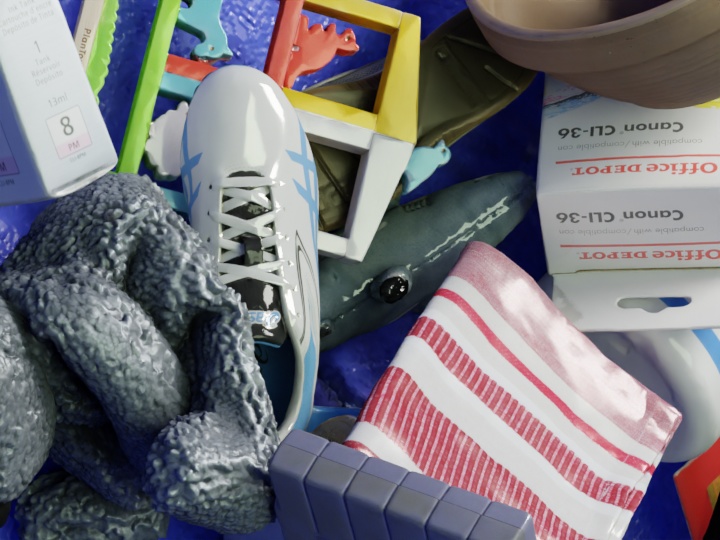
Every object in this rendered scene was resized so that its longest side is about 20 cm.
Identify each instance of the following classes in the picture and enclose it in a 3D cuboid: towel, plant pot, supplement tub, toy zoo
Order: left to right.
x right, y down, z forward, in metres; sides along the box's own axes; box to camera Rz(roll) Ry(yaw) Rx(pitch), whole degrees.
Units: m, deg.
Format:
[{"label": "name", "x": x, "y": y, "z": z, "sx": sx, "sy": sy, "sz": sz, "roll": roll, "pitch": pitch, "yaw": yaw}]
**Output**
[{"label": "toy zoo", "x": -0.050, "y": -0.083, "z": 1.442, "sx": 0.199, "sy": 0.020, "sz": 0.132, "roll": 15, "pitch": 80, "yaw": -11}, {"label": "towel", "x": 0.077, "y": 0.079, "z": 1.392, "sx": 0.144, "sy": 0.023, "sz": 0.200, "roll": 41, "pitch": 35, "yaw": -4}, {"label": "plant pot", "x": 0.159, "y": -0.148, "z": 1.467, "sx": 0.201, "sy": 0.200, "sz": 0.093, "roll": -46, "pitch": 126, "yaw": -26}, {"label": "supplement tub", "x": 0.197, "y": -0.002, "z": 1.588, "sx": 0.200, "sy": 0.132, "sz": 0.132, "roll": -45, "pitch": 113, "yaw": -27}]

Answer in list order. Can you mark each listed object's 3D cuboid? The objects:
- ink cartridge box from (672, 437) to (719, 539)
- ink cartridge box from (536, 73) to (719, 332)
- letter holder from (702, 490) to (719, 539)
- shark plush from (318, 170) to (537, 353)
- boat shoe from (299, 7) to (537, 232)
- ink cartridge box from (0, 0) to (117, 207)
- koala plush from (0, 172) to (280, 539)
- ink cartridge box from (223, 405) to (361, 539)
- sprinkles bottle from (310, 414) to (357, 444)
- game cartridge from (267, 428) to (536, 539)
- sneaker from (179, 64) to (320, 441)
[{"label": "ink cartridge box", "x": 0.267, "y": 0.136, "z": 1.646, "sx": 0.176, "sy": 0.045, "sz": 0.200, "roll": -44, "pitch": 134, "yaw": -27}, {"label": "ink cartridge box", "x": 0.155, "y": -0.062, "z": 1.515, "sx": 0.068, "sy": 0.116, "sz": 0.201, "roll": 76, "pitch": 16, "yaw": -47}, {"label": "letter holder", "x": 0.298, "y": 0.160, "z": 1.517, "sx": 0.142, "sy": 0.200, "sz": 0.101, "roll": -3, "pitch": 125, "yaw": -24}, {"label": "shark plush", "x": 0.000, "y": 0.000, "z": 1.481, "sx": 0.200, "sy": 0.083, "sz": 0.091, "roll": -23, "pitch": 102, "yaw": -33}, {"label": "boat shoe", "x": 0.003, "y": -0.074, "z": 1.500, "sx": 0.200, "sy": 0.063, "sz": 0.073, "roll": -36, "pitch": 93, "yaw": -19}, {"label": "ink cartridge box", "x": -0.202, "y": -0.125, "z": 1.298, "sx": 0.057, "sy": 0.162, "sz": 0.201, "roll": -32, "pitch": 107, "yaw": -35}, {"label": "koala plush", "x": -0.167, "y": 0.051, "z": 1.325, "sx": 0.199, "sy": 0.177, "sz": 0.185, "roll": -7, "pitch": 82, "yaw": -34}, {"label": "ink cartridge box", "x": 0.006, "y": 0.172, "z": 1.482, "sx": 0.145, "sy": 0.084, "sz": 0.201, "roll": 5, "pitch": 86, "yaw": -35}, {"label": "sprinkles bottle", "x": 0.052, "y": 0.143, "z": 1.422, "sx": 0.200, "sy": 0.068, "sz": 0.068, "roll": 32, "pitch": 72, "yaw": -29}, {"label": "game cartridge", "x": 0.030, "y": 0.157, "z": 1.323, "sx": 0.038, "sy": 0.129, "sz": 0.200, "roll": -51, "pitch": 148, "yaw": -29}, {"label": "sneaker", "x": -0.052, "y": 0.000, "z": 1.389, "sx": 0.072, "sy": 0.072, "sz": 0.201, "roll": -2, "pitch": 90, "yaw": -9}]
